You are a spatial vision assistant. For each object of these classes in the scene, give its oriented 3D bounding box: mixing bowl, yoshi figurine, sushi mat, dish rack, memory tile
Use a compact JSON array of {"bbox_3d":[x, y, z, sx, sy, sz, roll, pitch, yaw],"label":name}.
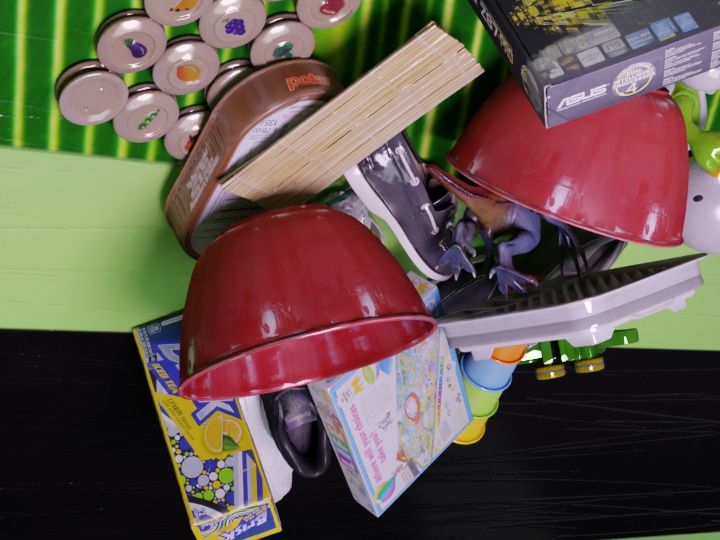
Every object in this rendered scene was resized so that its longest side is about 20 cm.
[{"bbox_3d":[0.178,-0.105,1.162,0.199,0.200,0.109,8,109,-38],"label":"mixing bowl"},{"bbox_3d":[-0.052,0.018,1.122,0.199,0.109,0.200,-15,168,-3],"label":"mixing bowl"},{"bbox_3d":[0.288,-0.139,1.242,0.112,0.113,0.200,-15,145,-41],"label":"yoshi figurine"},{"bbox_3d":[-0.005,-0.107,1.098,0.200,0.012,0.096,-36,152,13],"label":"sushi mat"},{"bbox_3d":[0.175,0.033,1.234,0.171,0.044,0.200,-16,-178,-38],"label":"dish rack"},{"bbox_3d":[-0.106,-0.158,1.046,0.200,0.017,0.153,-42,142,24],"label":"memory tile"}]

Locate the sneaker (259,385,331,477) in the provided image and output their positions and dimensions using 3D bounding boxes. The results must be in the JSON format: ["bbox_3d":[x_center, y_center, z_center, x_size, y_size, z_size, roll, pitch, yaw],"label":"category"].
[{"bbox_3d":[-0.060,0.090,1.292,0.075,0.088,0.201,-20,121,-6],"label":"sneaker"}]

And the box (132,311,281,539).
[{"bbox_3d":[-0.130,0.131,1.250,0.070,0.201,0.064,-19,146,-7],"label":"box"}]

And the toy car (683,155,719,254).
[{"bbox_3d":[0.346,-0.072,1.340,0.199,0.185,0.177,2,147,12],"label":"toy car"}]

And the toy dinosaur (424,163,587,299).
[{"bbox_3d":[0.142,-0.054,1.236,0.105,0.182,0.201,11,136,24],"label":"toy dinosaur"}]

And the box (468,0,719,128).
[{"bbox_3d":[0.187,-0.197,1.045,0.199,0.162,0.049,-19,145,-6],"label":"box"}]

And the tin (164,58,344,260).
[{"bbox_3d":[-0.077,-0.078,1.134,0.112,0.042,0.200,-3,144,-34],"label":"tin"}]

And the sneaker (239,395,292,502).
[{"bbox_3d":[-0.059,0.151,1.432,0.115,0.074,0.200,-17,143,-5],"label":"sneaker"}]

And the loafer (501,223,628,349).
[{"bbox_3d":[0.188,0.010,1.395,0.070,0.070,0.200,0,138,-27],"label":"loafer"}]

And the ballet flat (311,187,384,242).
[{"bbox_3d":[0.000,0.000,1.279,0.071,0.072,0.200,-22,146,-4],"label":"ballet flat"}]

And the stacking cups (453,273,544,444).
[{"bbox_3d":[0.125,0.080,1.424,0.060,0.061,0.200,-3,136,-27],"label":"stacking cups"}]

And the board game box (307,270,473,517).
[{"bbox_3d":[0.029,0.112,1.315,0.134,0.034,0.200,-43,142,-21],"label":"board game box"}]

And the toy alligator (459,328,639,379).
[{"bbox_3d":[0.179,0.078,1.501,0.199,0.060,0.054,-10,-179,9],"label":"toy alligator"}]

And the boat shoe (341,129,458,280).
[{"bbox_3d":[0.047,-0.060,1.224,0.060,0.074,0.200,-28,137,14],"label":"boat shoe"}]

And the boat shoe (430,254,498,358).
[{"bbox_3d":[0.068,0.068,1.403,0.199,0.066,0.074,-41,141,22],"label":"boat shoe"}]
